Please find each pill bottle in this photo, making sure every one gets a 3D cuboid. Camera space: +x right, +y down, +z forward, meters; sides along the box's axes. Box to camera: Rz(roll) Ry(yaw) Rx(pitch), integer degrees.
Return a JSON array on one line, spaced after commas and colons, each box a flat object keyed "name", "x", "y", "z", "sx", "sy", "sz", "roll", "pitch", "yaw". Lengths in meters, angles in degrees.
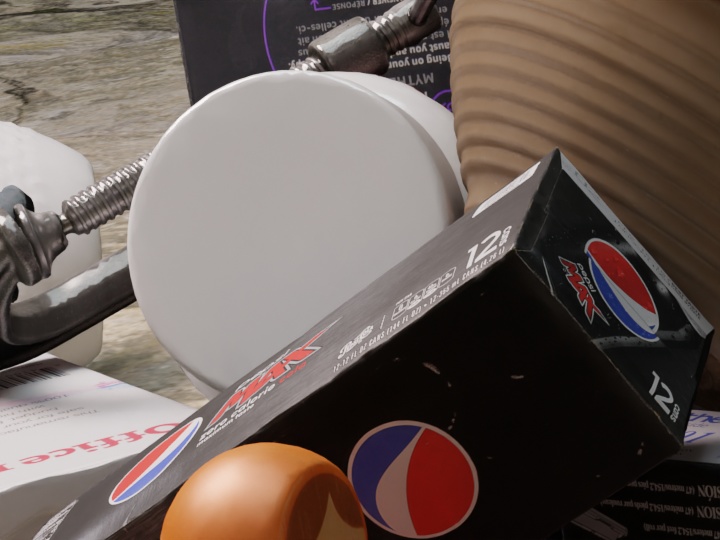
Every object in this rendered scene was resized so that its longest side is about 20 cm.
[{"name": "pill bottle", "x": 0.000, "y": 0.000, "z": 0.928, "sx": 0.113, "sy": 0.115, "sz": 0.200, "roll": -7, "pitch": -7, "yaw": 12}]

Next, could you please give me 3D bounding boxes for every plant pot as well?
[{"name": "plant pot", "x": 0.093, "y": -0.024, "z": 0.817, "sx": 0.093, "sy": 0.201, "sz": 0.201, "roll": -54, "pitch": 25, "yaw": -10}]

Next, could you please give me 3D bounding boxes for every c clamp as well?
[{"name": "c clamp", "x": -0.057, "y": -0.034, "z": 0.981, "sx": 0.199, "sy": 0.027, "sz": 0.171, "roll": -33, "pitch": -12, "yaw": -10}]

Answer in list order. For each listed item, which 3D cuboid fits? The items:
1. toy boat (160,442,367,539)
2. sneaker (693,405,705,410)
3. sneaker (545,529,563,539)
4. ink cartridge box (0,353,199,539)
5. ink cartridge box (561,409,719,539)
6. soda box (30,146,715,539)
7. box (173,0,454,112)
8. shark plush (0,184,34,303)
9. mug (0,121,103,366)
[{"name": "toy boat", "x": -0.013, "y": 0.104, "z": 0.694, "sx": 0.199, "sy": 0.132, "sz": 0.131, "roll": -9, "pitch": 12, "yaw": 0}, {"name": "sneaker", "x": 0.139, "y": 0.063, "z": 0.970, "sx": 0.079, "sy": 0.076, "sz": 0.199, "roll": -13, "pitch": -2, "yaw": 40}, {"name": "sneaker", "x": 0.021, "y": 0.086, "z": 0.898, "sx": 0.084, "sy": 0.073, "sz": 0.200, "roll": -2, "pitch": 14, "yaw": 13}, {"name": "ink cartridge box", "x": -0.133, "y": 0.091, "z": 0.967, "sx": 0.147, "sy": 0.086, "sz": 0.200, "roll": -14, "pitch": 13, "yaw": -24}, {"name": "ink cartridge box", "x": 0.142, "y": 0.089, "z": 0.741, "sx": 0.199, "sy": 0.095, "sz": 0.044, "roll": 2, "pitch": 16, "yaw": 43}, {"name": "soda box", "x": -0.006, "y": 0.057, "z": 0.772, "sx": 0.200, "sy": 0.071, "sz": 0.063, "roll": -36, "pitch": 13, "yaw": 27}, {"name": "box", "x": 0.014, "y": -0.027, "z": 1.133, "sx": 0.122, "sy": 0.201, "sz": 0.106, "roll": -5, "pitch": 12, "yaw": 18}, {"name": "shark plush", "x": -0.162, "y": -0.002, "z": 1.022, "sx": 0.090, "sy": 0.084, "sz": 0.200, "roll": -4, "pitch": 12, "yaw": 39}, {"name": "mug", "x": -0.201, "y": 0.016, "z": 1.299, "sx": 0.174, "sy": 0.148, "sz": 0.201, "roll": -4, "pitch": 41, "yaw": -9}]
